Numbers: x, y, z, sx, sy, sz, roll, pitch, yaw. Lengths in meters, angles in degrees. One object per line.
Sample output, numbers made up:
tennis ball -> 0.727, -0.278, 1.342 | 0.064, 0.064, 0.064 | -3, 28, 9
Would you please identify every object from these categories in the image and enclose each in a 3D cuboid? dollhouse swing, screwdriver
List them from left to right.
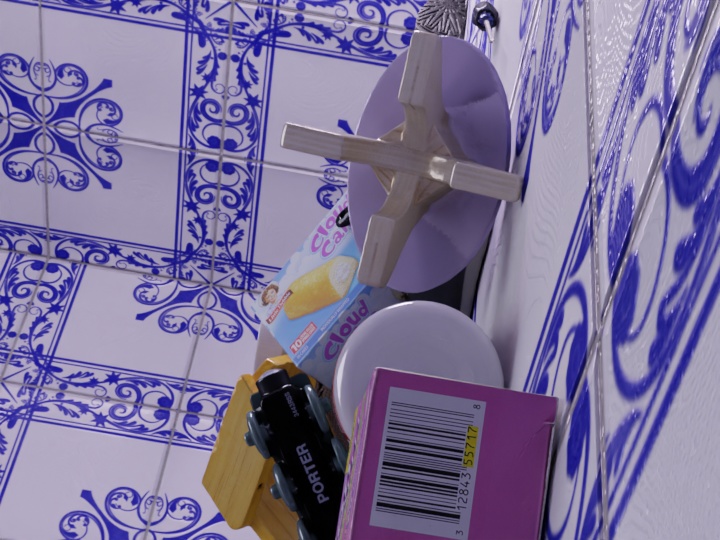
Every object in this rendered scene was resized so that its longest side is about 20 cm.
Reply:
dollhouse swing -> -0.027, 0.205, 1.421 | 0.199, 0.175, 0.183 | -5, -58, -53
screwdriver -> 0.128, -0.246, 1.363 | 0.029, 0.028, 0.200 | -51, 10, 12

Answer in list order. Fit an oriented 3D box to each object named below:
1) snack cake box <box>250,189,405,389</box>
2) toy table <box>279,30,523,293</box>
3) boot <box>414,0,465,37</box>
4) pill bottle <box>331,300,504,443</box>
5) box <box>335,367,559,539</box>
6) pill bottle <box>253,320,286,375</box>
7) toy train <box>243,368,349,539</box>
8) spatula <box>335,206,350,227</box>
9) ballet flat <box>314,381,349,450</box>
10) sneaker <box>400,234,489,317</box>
snack cake box -> 0.000, 0.000, 1.291 | 0.200, 0.067, 0.115 | -50, 41, 5
toy table -> 0.042, -0.079, 1.040 | 0.117, 0.182, 0.202 | -14, -74, -72
boot -> 0.107, -0.321, 2.031 | 0.201, 0.072, 0.183 | 111, -176, -51
pill bottle -> 0.035, 0.085, 0.972 | 0.200, 0.112, 0.114 | 112, 168, -83
box -> 0.034, 0.158, 0.755 | 0.200, 0.096, 0.178 | 101, 179, -79
pill bottle -> -0.020, 0.096, 1.610 | 0.110, 0.198, 0.111 | -170, 90, -89
toy train -> -0.041, 0.184, 1.251 | 0.114, 0.085, 0.201 | 79, 166, -85
spatula -> 0.049, -0.093, 1.232 | 0.200, 0.020, 0.057 | -38, 33, 30
ballet flat -> -0.004, 0.186, 1.401 | 0.067, 0.046, 0.202 | -58, -49, -72
sneaker -> 0.048, 0.002, 1.205 | 0.075, 0.105, 0.201 | -82, 2, -57
